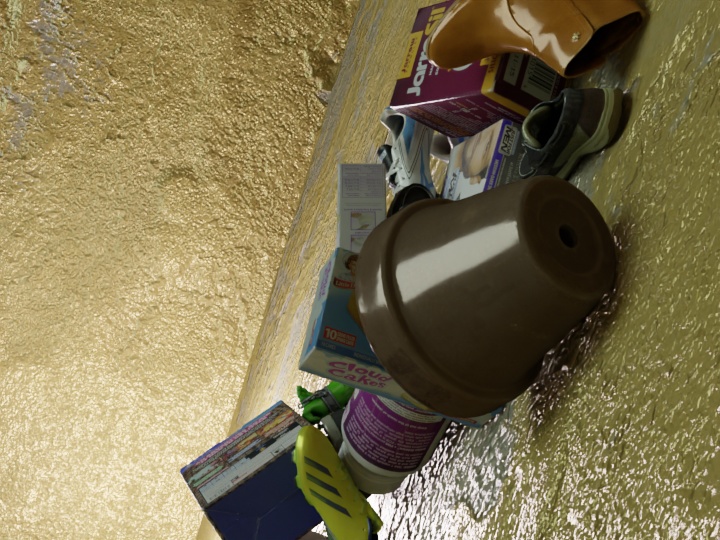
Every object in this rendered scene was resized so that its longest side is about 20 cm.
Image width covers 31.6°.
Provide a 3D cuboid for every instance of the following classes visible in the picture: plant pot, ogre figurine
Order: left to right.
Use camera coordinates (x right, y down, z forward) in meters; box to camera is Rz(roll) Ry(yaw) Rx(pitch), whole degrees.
[{"bbox_3d":[-0.001,0.149,1.611,0.120,0.200,0.098,-36,59,9],"label":"ogre figurine"},{"bbox_3d":[0.120,0.006,1.100,0.174,0.199,0.202,-34,35,47],"label":"plant pot"}]

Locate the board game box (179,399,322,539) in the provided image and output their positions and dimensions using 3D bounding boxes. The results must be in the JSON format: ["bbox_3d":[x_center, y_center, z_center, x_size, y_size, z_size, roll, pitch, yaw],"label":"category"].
[{"bbox_3d":[-0.115,0.254,1.529,0.159,0.097,0.200,-34,12,-10],"label":"board game box"}]

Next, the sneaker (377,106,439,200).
[{"bbox_3d":[0.055,-0.110,1.529,0.072,0.072,0.202,114,157,-58],"label":"sneaker"}]

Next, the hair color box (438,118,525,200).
[{"bbox_3d":[0.142,-0.096,1.438,0.200,0.064,0.110,165,122,-76],"label":"hair color box"}]

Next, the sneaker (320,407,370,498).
[{"bbox_3d":[0.021,0.219,1.563,0.200,0.106,0.075,77,167,-61],"label":"sneaker"}]

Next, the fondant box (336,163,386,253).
[{"bbox_3d":[0.000,0.000,1.442,0.145,0.058,0.201,93,176,-57],"label":"fondant box"}]

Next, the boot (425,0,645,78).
[{"bbox_3d":[0.166,-0.229,1.238,0.200,0.071,0.145,-33,46,12],"label":"boot"}]

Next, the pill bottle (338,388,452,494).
[{"bbox_3d":[0.043,0.153,1.390,0.113,0.111,0.201,-83,13,-49],"label":"pill bottle"}]

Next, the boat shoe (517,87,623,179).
[{"bbox_3d":[0.189,-0.135,1.242,0.201,0.065,0.072,140,146,-72],"label":"boat shoe"}]

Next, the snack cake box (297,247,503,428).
[{"bbox_3d":[0.048,0.067,1.265,0.067,0.198,0.116,128,158,-61],"label":"snack cake box"}]

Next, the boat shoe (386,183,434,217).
[{"bbox_3d":[0.066,-0.036,1.392,0.201,0.068,0.057,-87,12,-49],"label":"boat shoe"}]

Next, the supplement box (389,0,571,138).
[{"bbox_3d":[0.139,-0.230,1.414,0.199,0.103,0.132,1,73,59],"label":"supplement box"}]

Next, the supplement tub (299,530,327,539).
[{"bbox_3d":[-0.089,0.425,1.551,0.140,0.139,0.202,-166,94,-80],"label":"supplement tub"}]

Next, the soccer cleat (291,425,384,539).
[{"bbox_3d":[-0.014,0.260,1.403,0.065,0.083,0.202,-33,-74,-58],"label":"soccer cleat"}]

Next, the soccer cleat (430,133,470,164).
[{"bbox_3d":[0.141,-0.188,1.538,0.200,0.086,0.070,122,163,-52],"label":"soccer cleat"}]
